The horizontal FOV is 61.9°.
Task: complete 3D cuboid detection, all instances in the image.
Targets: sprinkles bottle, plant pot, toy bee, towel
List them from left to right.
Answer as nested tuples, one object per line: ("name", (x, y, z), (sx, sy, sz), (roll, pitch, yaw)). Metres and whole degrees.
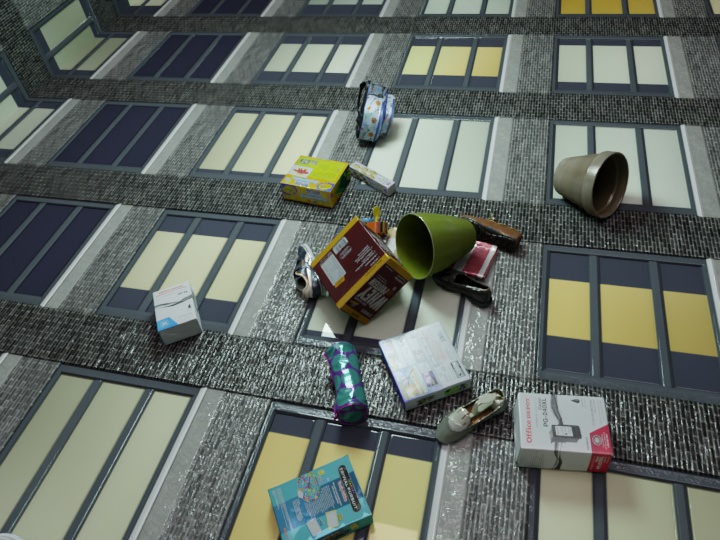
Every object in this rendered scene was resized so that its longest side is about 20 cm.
("toy bee", (0.043, -0.135, 1.884), (0.107, 0.133, 0.200), (0, 21, -29))
("sprinkles bottle", (0.096, -0.039, 1.813), (0.067, 0.069, 0.202), (3, 47, 12))
("plant pot", (0.232, -0.086, 1.742), (0.197, 0.190, 0.188), (-13, 43, -30))
("towel", (0.303, -0.049, 1.817), (0.197, 0.023, 0.145), (17, 49, 23))
("plant pot", (0.709, -0.280, 1.883), (0.199, 0.203, 0.172), (-36, 35, -24))

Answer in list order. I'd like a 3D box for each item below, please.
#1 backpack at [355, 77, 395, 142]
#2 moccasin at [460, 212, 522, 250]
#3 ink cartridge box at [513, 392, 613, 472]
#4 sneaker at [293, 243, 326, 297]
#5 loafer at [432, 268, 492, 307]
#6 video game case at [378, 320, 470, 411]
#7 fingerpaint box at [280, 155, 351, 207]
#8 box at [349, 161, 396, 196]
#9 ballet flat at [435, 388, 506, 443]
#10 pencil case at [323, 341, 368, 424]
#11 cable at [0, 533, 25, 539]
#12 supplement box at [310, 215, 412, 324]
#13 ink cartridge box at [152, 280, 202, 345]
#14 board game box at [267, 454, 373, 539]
("backpack", (0.050, -0.580, 2.265), (0.151, 0.202, 0.193), (14, 52, 4))
("moccasin", (0.400, -0.128, 1.848), (0.198, 0.075, 0.078), (17, 40, 27))
("ink cartridge box", (0.453, 0.366, 1.364), (0.196, 0.084, 0.147), (1, 47, 10))
("sneaker", (-0.169, -0.001, 1.810), (0.078, 0.079, 0.201), (-16, 48, -14))
("loafer", (0.292, 0.031, 1.719), (0.198, 0.064, 0.072), (29, 55, 31))
("video game case", (0.162, 0.243, 1.553), (0.178, 0.046, 0.202), (-16, 46, -9))
("fingerpaint box", (-0.155, -0.313, 2.107), (0.196, 0.074, 0.168), (12, 49, 20))
("box", (0.041, -0.324, 2.111), (0.041, 0.039, 0.199), (-38, 53, -24))
("ballet flat", (0.262, 0.339, 1.433), (0.197, 0.064, 0.068), (-25, 48, -15))
("pencil case", (-0.039, 0.283, 1.519), (0.091, 0.086, 0.202), (-1, 44, -15))
("cable", (-0.789, 0.670, 1.279), (0.197, 0.070, 0.201), (16, 51, 22))
("supplement box", (0.000, 0.000, 1.692), (0.197, 0.132, 0.201), (-45, 49, 9))
("ink cartridge box", (-0.543, 0.109, 1.772), (0.114, 0.069, 0.201), (-19, 47, -10))
("board game box", (-0.090, 0.521, 1.328), (0.197, 0.047, 0.152), (-20, 47, -10))
